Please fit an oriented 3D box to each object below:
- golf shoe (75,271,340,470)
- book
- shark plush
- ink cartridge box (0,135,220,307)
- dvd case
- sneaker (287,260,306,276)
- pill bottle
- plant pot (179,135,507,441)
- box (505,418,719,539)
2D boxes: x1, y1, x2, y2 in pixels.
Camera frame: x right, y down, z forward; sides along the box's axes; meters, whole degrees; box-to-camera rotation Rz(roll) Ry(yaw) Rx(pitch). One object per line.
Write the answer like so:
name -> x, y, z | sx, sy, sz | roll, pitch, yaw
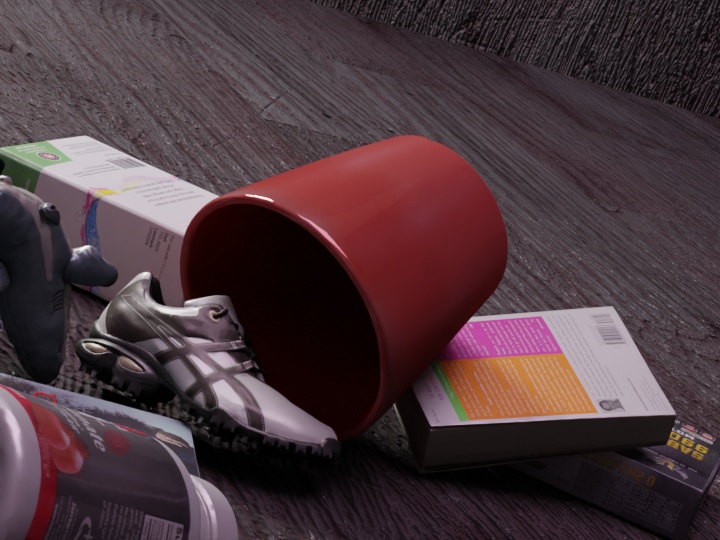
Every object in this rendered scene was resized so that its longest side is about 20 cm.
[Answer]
golf shoe -> -0.094, 0.066, 1.332 | 0.200, 0.095, 0.078 | 25, -12, 12
book -> 0.123, 0.083, 1.483 | 0.200, 0.048, 0.134 | -3, 40, -17
shark plush -> -0.225, -0.010, 1.278 | 0.091, 0.200, 0.083 | 13, 57, 12
ink cartridge box -> -0.191, -0.033, 1.599 | 0.200, 0.084, 0.145 | 24, 16, 17
dvd case -> -0.198, 0.108, 1.221 | 0.200, 0.022, 0.146 | 15, 16, -14
sneaker -> -0.060, 0.031, 1.572 | 0.075, 0.090, 0.200 | 60, 9, 33
pill bottle -> -0.152, 0.128, 0.994 | 0.111, 0.111, 0.200 | 31, 2, 36
plant pot -> 0.000, 0.000, 1.407 | 0.200, 0.201, 0.177 | 29, 43, 31
box -> 0.186, 0.136, 1.556 | 0.200, 0.048, 0.158 | 23, 15, 14
